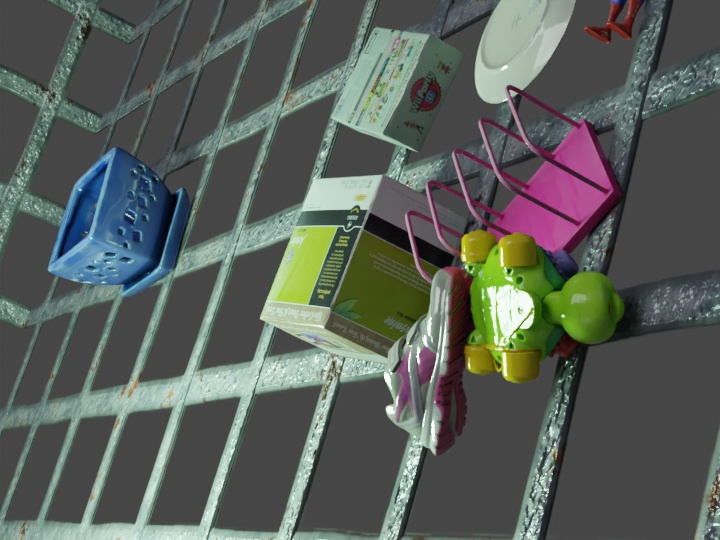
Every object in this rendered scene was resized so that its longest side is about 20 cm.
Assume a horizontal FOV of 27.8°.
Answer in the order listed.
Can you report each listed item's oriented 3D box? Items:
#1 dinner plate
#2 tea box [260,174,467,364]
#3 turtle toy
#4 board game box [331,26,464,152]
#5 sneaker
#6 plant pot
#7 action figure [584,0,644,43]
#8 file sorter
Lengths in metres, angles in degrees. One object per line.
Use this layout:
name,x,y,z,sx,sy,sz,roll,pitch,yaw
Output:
dinner plate,0.197,-0.301,1.792,0.200,0.024,0.201,-43,33,37
tea box,0.000,0.000,1.769,0.200,0.133,0.198,5,71,64
turtle toy,0.175,0.034,1.426,0.200,0.100,0.147,-173,81,-64
board game box,0.048,-0.252,1.992,0.149,0.064,0.200,-65,23,3
sneaker,0.067,0.090,1.518,0.088,0.081,0.202,17,107,26
plant pot,-0.427,-0.075,2.626,0.200,0.179,0.202,-31,41,51
action figure,0.304,-0.353,1.603,0.065,0.051,0.202,-3,62,66
file sorter,0.153,-0.073,1.544,0.200,0.125,0.140,-51,28,27
